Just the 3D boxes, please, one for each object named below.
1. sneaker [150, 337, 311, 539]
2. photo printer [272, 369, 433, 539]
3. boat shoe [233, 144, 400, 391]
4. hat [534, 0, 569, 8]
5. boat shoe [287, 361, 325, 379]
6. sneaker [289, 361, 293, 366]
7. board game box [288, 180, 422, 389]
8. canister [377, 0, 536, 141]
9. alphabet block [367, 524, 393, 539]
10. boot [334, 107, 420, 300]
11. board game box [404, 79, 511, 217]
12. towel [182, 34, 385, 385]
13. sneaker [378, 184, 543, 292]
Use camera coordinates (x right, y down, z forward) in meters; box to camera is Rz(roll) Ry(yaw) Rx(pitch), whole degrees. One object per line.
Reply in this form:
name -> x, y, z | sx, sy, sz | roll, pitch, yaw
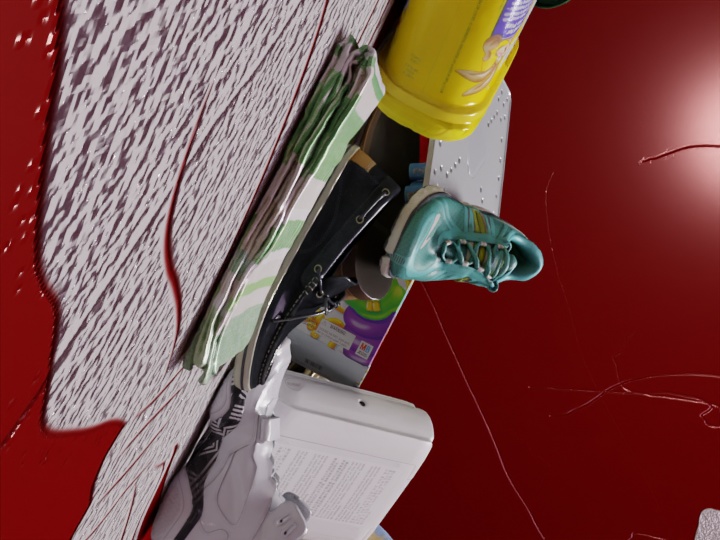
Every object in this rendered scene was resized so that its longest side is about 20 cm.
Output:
sneaker -> -0.080, 0.158, 0.742 | 0.201, 0.114, 0.075 | -62, 179, -4
photo printer -> -0.052, 0.181, 0.859 | 0.167, 0.199, 0.070 | -59, -149, 23
boat shoe -> -0.035, 0.005, 0.664 | 0.201, 0.062, 0.075 | -61, 180, 2
hat -> 0.115, -0.324, 0.781 | 0.200, 0.175, 0.166 | -118, -141, -48
boat shoe -> -0.086, 0.138, 0.944 | 0.200, 0.063, 0.073 | -39, -160, -28
sneaker -> -0.084, 0.143, 1.052 | 0.200, 0.070, 0.109 | -51, 169, -25
board game box -> 0.000, 0.000, 0.885 | 0.201, 0.104, 0.103 | -62, 178, -23
canister -> 0.087, -0.208, 0.601 | 0.149, 0.086, 0.200 | -60, 176, -43
alphabet block -> -0.096, 0.345, 1.000 | 0.200, 0.196, 0.196 | -37, 163, -32
boot -> -0.001, -0.067, 0.765 | 0.075, 0.074, 0.201 | -7, -123, 40
board game box -> 0.098, -0.122, 0.851 | 0.200, 0.026, 0.201 | 37, 58, -60
towel -> -0.040, -0.034, 0.538 | 0.201, 0.023, 0.153 | -63, 179, 5
sneaker -> 0.087, -0.020, 0.734 | 0.199, 0.079, 0.078 | -3, 118, -53
